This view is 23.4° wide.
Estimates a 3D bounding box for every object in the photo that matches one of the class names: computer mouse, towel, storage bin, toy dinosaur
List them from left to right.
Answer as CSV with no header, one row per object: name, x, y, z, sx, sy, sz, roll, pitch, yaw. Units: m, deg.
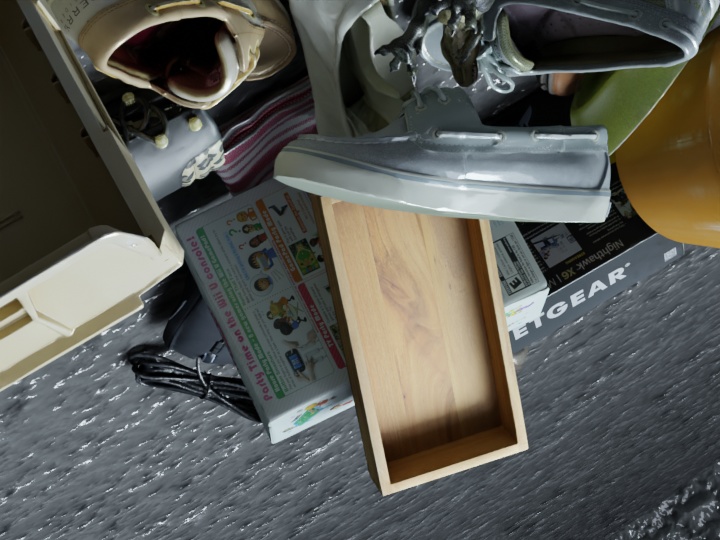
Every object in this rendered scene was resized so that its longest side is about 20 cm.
storage bin,-0.209,-0.040,0.745,0.198,0.200,0.094,-30,161,-1
computer mouse,-0.080,0.055,1.271,0.140,0.046,0.200,19,138,-17
towel,-0.019,-0.079,1.165,0.146,0.030,0.200,-30,160,-1
toy dinosaur,0.055,-0.151,0.926,0.088,0.047,0.200,-56,174,-29

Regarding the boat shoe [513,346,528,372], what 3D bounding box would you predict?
boat shoe,0.029,0.046,1.318,0.073,0.199,0.075,91,16,-47

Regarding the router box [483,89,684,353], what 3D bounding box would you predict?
router box,0.109,-0.030,1.265,0.199,0.158,0.052,-29,147,-3

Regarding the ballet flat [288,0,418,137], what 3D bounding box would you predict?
ballet flat,0.006,-0.108,1.017,0.069,0.070,0.200,-28,146,-6

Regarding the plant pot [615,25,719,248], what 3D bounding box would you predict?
plant pot,0.272,-0.090,1.138,0.200,0.201,0.183,-18,-176,-31

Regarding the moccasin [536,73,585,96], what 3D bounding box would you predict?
moccasin,0.145,-0.180,1.103,0.077,0.074,0.202,-10,147,-7

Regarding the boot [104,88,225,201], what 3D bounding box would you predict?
boot,-0.158,-0.067,0.946,0.153,0.074,0.204,-32,164,-7

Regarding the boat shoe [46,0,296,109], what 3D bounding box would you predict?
boat shoe,-0.091,-0.118,0.915,0.074,0.069,0.200,-41,159,23

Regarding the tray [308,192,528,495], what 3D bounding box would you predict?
tray,0.037,0.030,1.061,0.098,0.201,0.037,-16,-158,-11

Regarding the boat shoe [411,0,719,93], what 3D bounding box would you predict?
boat shoe,0.112,-0.144,1.027,0.201,0.065,0.075,0,141,34

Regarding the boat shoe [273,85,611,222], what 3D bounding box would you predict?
boat shoe,0.049,-0.068,0.982,0.200,0.072,0.070,5,179,-18

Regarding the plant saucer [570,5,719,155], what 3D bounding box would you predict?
plant saucer,0.194,-0.161,1.150,0.200,0.031,0.200,-57,-174,9

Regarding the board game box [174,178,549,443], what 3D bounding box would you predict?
board game box,0.000,0.000,1.133,0.199,0.148,0.064,-25,164,-8
